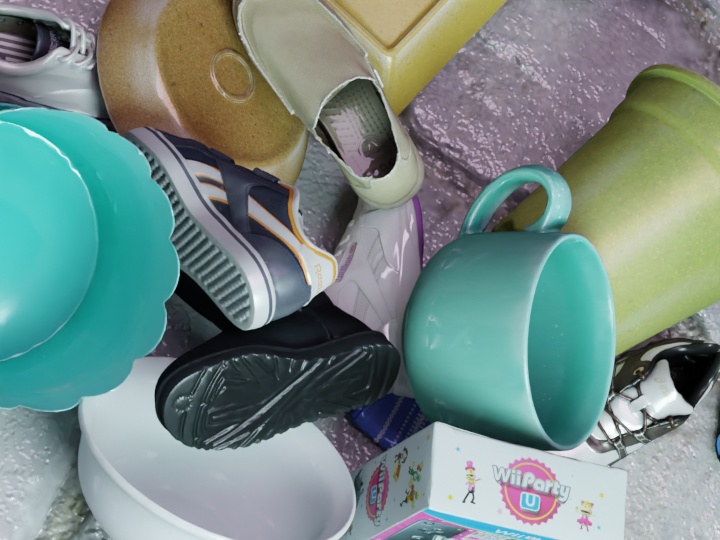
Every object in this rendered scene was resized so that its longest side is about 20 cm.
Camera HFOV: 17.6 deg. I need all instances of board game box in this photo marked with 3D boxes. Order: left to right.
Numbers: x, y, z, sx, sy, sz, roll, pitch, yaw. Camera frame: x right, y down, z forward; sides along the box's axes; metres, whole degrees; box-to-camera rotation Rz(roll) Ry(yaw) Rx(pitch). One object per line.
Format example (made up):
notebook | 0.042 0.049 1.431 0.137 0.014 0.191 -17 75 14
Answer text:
board game box | 0.072 0.174 1.609 0.147 0.200 0.064 15 65 -19

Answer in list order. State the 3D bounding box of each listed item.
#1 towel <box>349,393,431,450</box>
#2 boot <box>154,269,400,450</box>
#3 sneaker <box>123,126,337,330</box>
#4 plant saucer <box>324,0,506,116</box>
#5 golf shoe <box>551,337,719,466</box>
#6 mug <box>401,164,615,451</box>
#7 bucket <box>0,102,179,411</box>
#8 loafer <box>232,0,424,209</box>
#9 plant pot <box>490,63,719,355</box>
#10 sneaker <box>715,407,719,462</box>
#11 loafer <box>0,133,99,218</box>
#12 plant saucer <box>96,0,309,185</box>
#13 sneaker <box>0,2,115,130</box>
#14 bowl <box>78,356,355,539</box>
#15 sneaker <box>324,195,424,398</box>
towel | 0.101 0.112 1.750 0.200 0.024 0.145 36 61 -8
boot | -0.094 0.042 1.611 0.200 0.076 0.168 -11 36 -37
sneaker | -0.090 -0.035 1.592 0.079 0.078 0.200 -19 47 -27
plant saucer | 0.012 -0.249 1.803 0.200 0.048 0.200 42 73 1
golf shoe | 0.191 0.103 1.734 0.200 0.094 0.078 -35 91 -28
mug | 0.103 0.036 1.646 0.152 0.114 0.185 55 45 -45
bucket | -0.233 -0.014 1.545 0.207 0.135 0.207 -4 98 -26
loafer | -0.020 -0.136 1.682 0.076 0.068 0.200 -38 87 -3
plant pot | 0.206 -0.026 1.771 0.184 0.200 0.200 -35 87 -20
sneaker | 0.338 0.165 1.817 0.112 0.073 0.200 -5 65 -23
loafer | -0.194 -0.062 1.658 0.200 0.063 0.072 6 67 -23
plant saucer | -0.104 -0.138 1.710 0.200 0.035 0.200 21 58 -38
sneaker | -0.214 -0.149 1.679 0.200 0.071 0.073 5 68 -23
bowl | -0.112 0.154 1.575 0.201 0.090 0.201 22 26 -11
sneaker | 0.000 0.000 1.717 0.100 0.075 0.200 -2 59 -3
